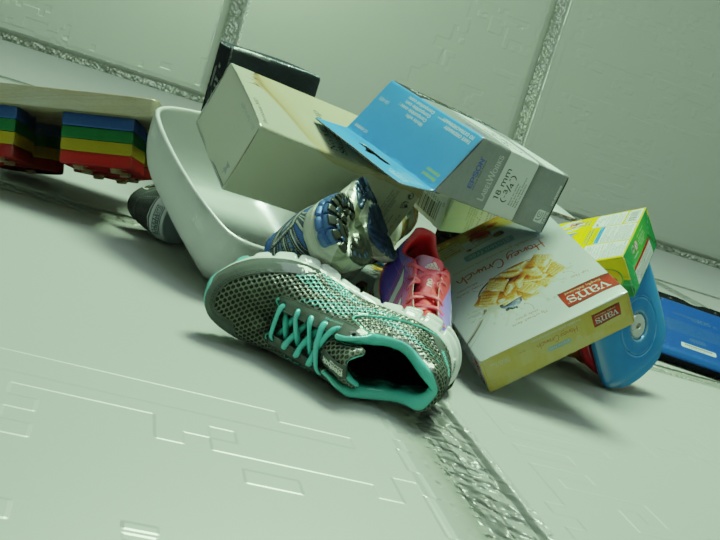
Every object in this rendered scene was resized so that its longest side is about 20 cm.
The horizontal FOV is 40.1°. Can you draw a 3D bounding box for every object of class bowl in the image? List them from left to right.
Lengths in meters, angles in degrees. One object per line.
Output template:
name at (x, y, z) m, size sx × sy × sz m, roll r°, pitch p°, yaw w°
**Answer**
bowl at (-0.106, -0.055, 0.929) m, size 0.198 × 0.075 × 0.201 m, roll 10°, pitch 37°, yaw -47°

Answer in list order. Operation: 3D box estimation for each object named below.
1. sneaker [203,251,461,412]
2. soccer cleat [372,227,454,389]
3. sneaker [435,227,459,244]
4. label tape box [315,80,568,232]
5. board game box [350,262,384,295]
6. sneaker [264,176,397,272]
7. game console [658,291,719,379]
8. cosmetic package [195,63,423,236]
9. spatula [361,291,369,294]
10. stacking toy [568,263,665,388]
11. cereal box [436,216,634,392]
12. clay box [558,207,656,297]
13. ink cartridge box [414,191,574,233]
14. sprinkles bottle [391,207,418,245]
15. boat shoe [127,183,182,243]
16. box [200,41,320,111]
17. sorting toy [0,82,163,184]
sneaker at (-0.020, 0.045, 0.702) m, size 0.196 × 0.079 × 0.091 m, roll 16°, pitch 15°, yaw 0°
soccer cleat at (0.051, 0.029, 0.844) m, size 0.067 × 0.074 × 0.201 m, roll 21°, pitch 21°, yaw -12°
sneaker at (0.118, -0.024, 1.185) m, size 0.072 × 0.114 × 0.200 m, roll 19°, pitch 10°, yaw 2°
label tape box at (0.078, -0.113, 0.906) m, size 0.198 × 0.064 × 0.144 m, roll 14°, pitch 19°, yaw -43°
board game box at (0.000, 0.000, 1.070) m, size 0.125 × 0.035 × 0.199 m, roll 9°, pitch 14°, yaw -45°
sneaker at (-0.028, -0.028, 0.829) m, size 0.084 × 0.079 × 0.200 m, roll -22°, pitch -3°, yaw 15°
game console at (0.432, 0.104, 1.350) m, size 0.196 × 0.120 × 0.172 m, roll 18°, pitch 41°, yaw -1°
cosmetic package at (-0.045, -0.107, 0.927) m, size 0.198 × 0.073 × 0.104 m, roll 16°, pitch 34°, yaw -40°
spatula at (0.087, 0.056, 0.970) m, size 0.197 × 0.021 × 0.056 m, roll 13°, pitch 18°, yaw -34°
stacking toy at (0.221, 0.050, 1.072) m, size 0.115 × 0.112 × 0.198 m, roll -32°, pitch 23°, yaw -32°
cereal box at (0.141, 0.016, 0.908) m, size 0.142 × 0.040 × 0.201 m, roll -25°, pitch 30°, yaw -4°
clay box at (0.193, -0.004, 1.012) m, size 0.197 × 0.048 × 0.115 m, roll -12°, pitch 21°, yaw 34°
ink cartridge box at (0.130, -0.092, 1.154) m, size 0.197 × 0.048 × 0.160 m, roll 8°, pitch 25°, yaw -36°
sprinkles bottle at (0.024, -0.059, 1.117) m, size 0.067 × 0.070 × 0.200 m, roll 19°, pitch 11°, yaw 7°
boat shoe at (-0.168, -0.065, 1.044) m, size 0.065 × 0.071 × 0.199 m, roll 24°, pitch 19°, yaw 25°
box at (-0.144, -0.170, 1.234) m, size 0.115 × 0.204 × 0.197 m, roll 15°, pitch 11°, yaw -15°
sorting toy at (-0.293, -0.132, 1.002) m, size 0.195 × 0.071 × 0.199 m, roll 5°, pitch -1°, yaw -4°
